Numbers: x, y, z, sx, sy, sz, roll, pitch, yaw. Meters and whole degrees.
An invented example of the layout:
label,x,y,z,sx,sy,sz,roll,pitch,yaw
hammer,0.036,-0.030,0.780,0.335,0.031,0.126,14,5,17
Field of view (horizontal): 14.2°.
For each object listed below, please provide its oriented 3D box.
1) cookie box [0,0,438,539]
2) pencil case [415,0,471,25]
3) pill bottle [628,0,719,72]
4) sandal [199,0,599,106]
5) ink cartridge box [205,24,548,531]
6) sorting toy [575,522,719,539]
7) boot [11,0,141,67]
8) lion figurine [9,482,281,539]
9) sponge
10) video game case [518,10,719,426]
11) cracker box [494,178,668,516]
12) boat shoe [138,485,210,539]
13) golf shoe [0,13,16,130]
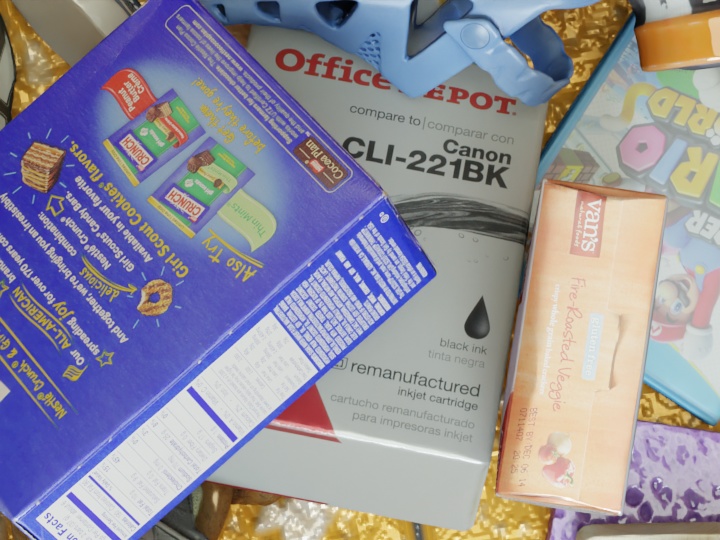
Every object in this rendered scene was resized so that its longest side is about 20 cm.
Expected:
label,x,y,z,sx,sy,sz,roll,pitch,yaw
cookie box,-0.098,0.002,1.217,0.200,0.075,0.171,-41,53,-3
pencil case,-0.016,-0.182,1.339,0.200,0.091,0.083,34,71,-2
pill bottle,0.148,-0.191,1.298,0.106,0.106,0.201,-8,92,-4
sandal,0.018,-0.114,1.275,0.199,0.080,0.087,3,119,15
ink cartridge box,0.000,0.000,1.305,0.144,0.084,0.201,11,62,0
sorting toy,0.201,0.224,1.350,0.198,0.070,0.201,-1,103,-2
boot,-0.137,-0.174,1.345,0.090,0.073,0.200,-46,105,-21
lion figurine,-0.104,0.075,1.349,0.199,0.072,0.123,12,88,-2
sponge,0.187,0.135,1.391,0.199,0.030,0.112,8,90,-4
video game case,0.166,-0.047,1.392,0.143,0.018,0.200,33,89,-5
cracker box,0.095,0.038,1.273,0.057,0.200,0.134,9,85,3
boat shoe,-0.092,0.121,1.286,0.200,0.073,0.065,38,80,0
golf shoe,-0.195,-0.066,1.329,0.077,0.094,0.201,-10,90,-3
